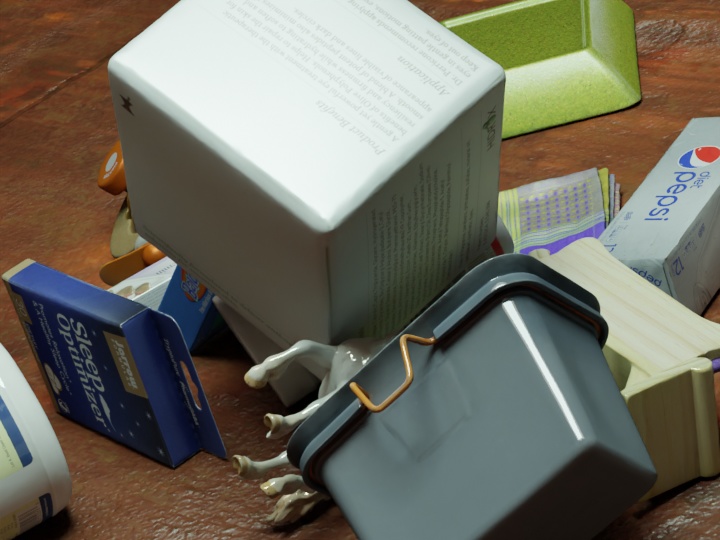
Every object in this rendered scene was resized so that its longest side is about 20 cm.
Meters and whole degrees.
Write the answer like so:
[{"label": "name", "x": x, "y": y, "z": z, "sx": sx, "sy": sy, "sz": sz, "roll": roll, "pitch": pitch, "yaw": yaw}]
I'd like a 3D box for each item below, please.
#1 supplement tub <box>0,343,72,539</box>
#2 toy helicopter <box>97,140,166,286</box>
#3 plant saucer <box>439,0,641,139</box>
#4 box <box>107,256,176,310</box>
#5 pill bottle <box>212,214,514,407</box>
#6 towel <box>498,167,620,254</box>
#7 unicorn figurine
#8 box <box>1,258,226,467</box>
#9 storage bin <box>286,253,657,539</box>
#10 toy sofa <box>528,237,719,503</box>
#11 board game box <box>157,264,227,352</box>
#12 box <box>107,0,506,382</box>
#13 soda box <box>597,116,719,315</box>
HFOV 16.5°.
[{"label": "supplement tub", "x": -0.315, "y": 0.144, "z": 1.703, "sx": 0.199, "sy": 0.146, "sz": 0.145, "roll": -28, "pitch": 28, "yaw": -18}, {"label": "toy helicopter", "x": -0.147, "y": -0.060, "z": 2.002, "sx": 0.200, "sy": 0.079, "sz": 0.133, "roll": -31, "pitch": 36, "yaw": 48}, {"label": "plant saucer", "x": 0.135, "y": -0.181, "z": 2.119, "sx": 0.199, "sy": 0.048, "sz": 0.200, "roll": -13, "pitch": 28, "yaw": 11}, {"label": "box", "x": -0.161, "y": 0.023, "z": 1.944, "sx": 0.199, "sy": 0.042, "sz": 0.039, "roll": -31, "pitch": 29, "yaw": -20}, {"label": "pill bottle", "x": 0.000, "y": 0.000, "z": 1.773, "sx": 0.200, "sy": 0.114, "sz": 0.114, "roll": -36, "pitch": 29, "yaw": -4}, {"label": "towel", "x": 0.120, "y": -0.012, "z": 1.846, "sx": 0.143, "sy": 0.023, "sz": 0.200, "roll": -11, "pitch": 28, "yaw": 14}, {"label": "unicorn figurine", "x": -0.006, "y": 0.084, "z": 1.590, "sx": 0.137, "sy": 0.200, "sz": 0.074, "roll": -17, "pitch": 68, "yaw": -24}, {"label": "box", "x": -0.178, "y": 0.068, "z": 1.780, "sx": 0.032, "sy": 0.122, "sz": 0.200, "roll": -34, "pitch": 30, "yaw": -29}, {"label": "storage bin", "x": 0.070, "y": 0.109, "z": 1.463, "sx": 0.200, "sy": 0.145, "sz": 0.135, "roll": -43, "pitch": 49, "yaw": 16}, {"label": "toy sofa", "x": 0.161, "y": 0.060, "z": 1.601, "sx": 0.097, "sy": 0.083, "sz": 0.200, "roll": -21, "pitch": 31, "yaw": -22}, {"label": "board game box", "x": -0.066, "y": -0.033, "z": 1.846, "sx": 0.152, "sy": 0.045, "sz": 0.200, "roll": -35, "pitch": -12, "yaw": -29}, {"label": "box", "x": -0.032, "y": -0.075, "z": 1.624, "sx": 0.199, "sy": 0.200, "sz": 0.171, "roll": 37, "pitch": 64, "yaw": 23}, {"label": "soda box", "x": 0.235, "y": -0.035, "z": 1.768, "sx": 0.068, "sy": 0.064, "sz": 0.200, "roll": 0, "pitch": 32, "yaw": 34}]
